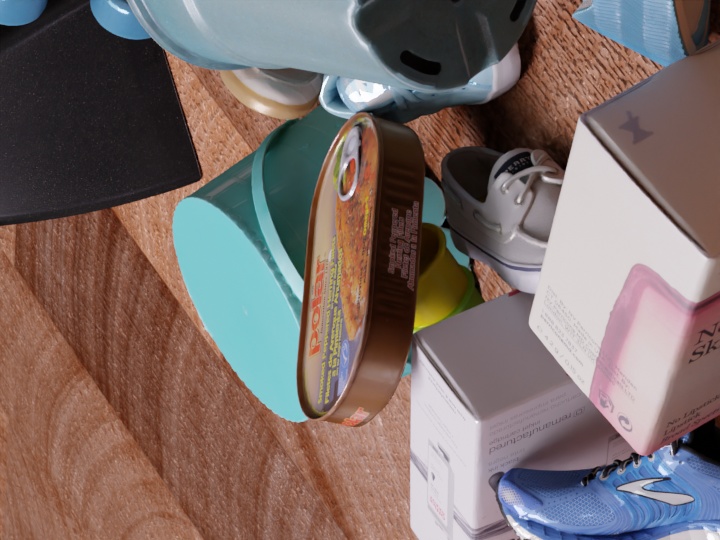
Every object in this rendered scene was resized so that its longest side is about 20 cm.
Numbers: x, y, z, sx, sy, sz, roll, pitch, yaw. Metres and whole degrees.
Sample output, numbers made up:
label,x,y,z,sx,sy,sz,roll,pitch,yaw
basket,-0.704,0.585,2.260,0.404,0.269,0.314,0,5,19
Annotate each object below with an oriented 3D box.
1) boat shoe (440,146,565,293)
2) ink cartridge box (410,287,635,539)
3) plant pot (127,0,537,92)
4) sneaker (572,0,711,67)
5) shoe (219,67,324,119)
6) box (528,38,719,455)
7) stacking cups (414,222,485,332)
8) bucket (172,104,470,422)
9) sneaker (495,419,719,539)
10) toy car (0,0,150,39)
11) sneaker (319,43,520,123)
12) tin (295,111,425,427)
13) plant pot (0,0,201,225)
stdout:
label,x,y,z,sx,sy,sz,roll,pitch,yaw
boat shoe,0.103,-0.039,1.728,0.200,0.071,0.070,32,144,65
ink cartridge box,0.112,0.101,1.759,0.083,0.146,0.200,54,158,35
plant pot,-0.008,-0.196,1.645,0.196,0.200,0.201,21,135,47
sneaker,0.157,-0.160,1.462,0.076,0.081,0.200,26,171,9
shoe,-0.052,-0.168,1.825,0.200,0.070,0.053,-89,12,-54
box,0.182,-0.014,1.502,0.109,0.128,0.200,51,156,24
stacking cups,0.074,0.057,1.836,0.060,0.061,0.200,30,160,52
bucket,-0.028,-0.002,1.962,0.207,0.135,0.207,46,154,31
sneaker,0.177,0.121,1.659,0.079,0.200,0.089,-51,-43,-67
toy car,-0.195,-0.302,2.011,0.184,0.177,0.200,114,155,-48
sneaker,0.033,-0.121,1.759,0.074,0.082,0.200,60,159,-5
tin,0.000,0.000,1.741,0.112,0.042,0.200,-33,47,57
plant pot,-0.272,-0.146,2.274,0.199,0.177,0.200,28,140,53
